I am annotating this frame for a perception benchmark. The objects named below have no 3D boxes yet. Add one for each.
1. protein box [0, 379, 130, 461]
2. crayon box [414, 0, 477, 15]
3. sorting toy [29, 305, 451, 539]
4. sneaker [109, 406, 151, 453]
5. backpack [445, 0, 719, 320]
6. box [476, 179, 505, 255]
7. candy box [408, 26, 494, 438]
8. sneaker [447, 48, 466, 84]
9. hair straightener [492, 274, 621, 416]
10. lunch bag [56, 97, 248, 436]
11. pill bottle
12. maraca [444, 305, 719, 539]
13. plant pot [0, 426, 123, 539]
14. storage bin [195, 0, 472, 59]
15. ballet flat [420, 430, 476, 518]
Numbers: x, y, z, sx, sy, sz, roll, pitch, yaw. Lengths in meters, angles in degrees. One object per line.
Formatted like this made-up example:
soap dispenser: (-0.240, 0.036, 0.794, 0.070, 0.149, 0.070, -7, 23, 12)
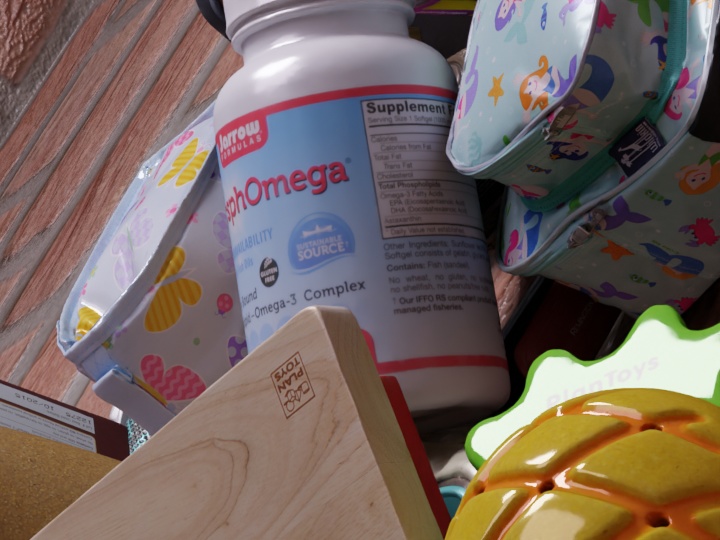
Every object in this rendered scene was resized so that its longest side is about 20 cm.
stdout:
protein box: (-0.220, 0.194, 1.490, 0.199, 0.134, 0.201, -48, 34, 31)
crayon box: (0.070, -0.173, 1.288, 0.172, 0.059, 0.200, -21, -10, 35)
sorting toy: (-0.019, 0.148, 1.054, 0.200, 0.069, 0.200, -40, 62, 37)
sneaker: (-0.110, 0.126, 1.587, 0.091, 0.077, 0.201, -20, 45, 59)
backpack: (0.121, -0.078, 1.160, 0.200, 0.150, 0.178, 122, 162, -56)
box: (0.107, -0.082, 1.353, 0.200, 0.035, 0.110, -46, -14, 24)
candy box: (0.000, 0.000, 1.319, 0.115, 0.055, 0.201, -29, 69, 56)
sneaker: (0.097, -0.093, 1.439, 0.200, 0.075, 0.071, -44, 33, 28)
hair straightener: (0.097, -0.007, 1.291, 0.077, 0.041, 0.200, -35, 22, 50)
lunch bag: (-0.058, 0.031, 1.431, 0.127, 0.169, 0.200, -40, 20, 38)
pill bottle: (-0.004, -0.031, 1.207, 0.109, 0.108, 0.201, -28, 69, 59)
maraca: (0.085, 0.088, 0.940, 0.137, 0.107, 0.201, -21, 36, 18)
plant pot: (-0.106, 0.162, 1.211, 0.187, 0.200, 0.187, -49, 14, 17)
storage bin: (0.034, -0.141, 1.541, 0.146, 0.200, 0.134, -54, 25, -5)
ballet flat: (0.046, 0.096, 1.185, 0.070, 0.069, 0.200, -56, 16, -14)
